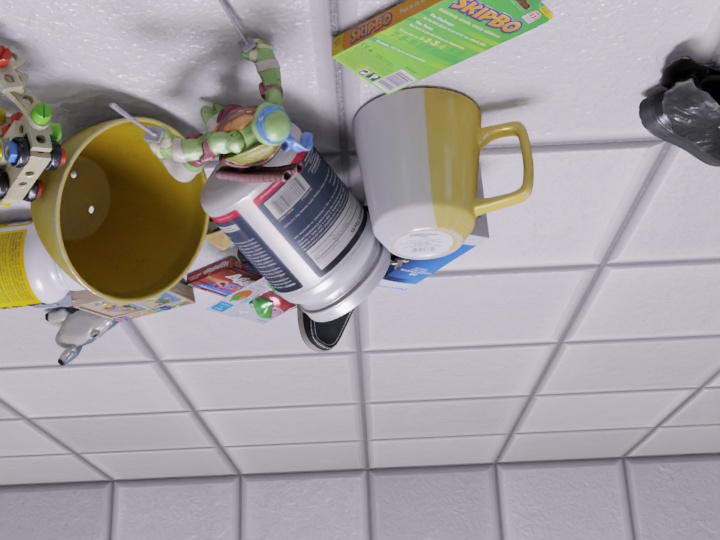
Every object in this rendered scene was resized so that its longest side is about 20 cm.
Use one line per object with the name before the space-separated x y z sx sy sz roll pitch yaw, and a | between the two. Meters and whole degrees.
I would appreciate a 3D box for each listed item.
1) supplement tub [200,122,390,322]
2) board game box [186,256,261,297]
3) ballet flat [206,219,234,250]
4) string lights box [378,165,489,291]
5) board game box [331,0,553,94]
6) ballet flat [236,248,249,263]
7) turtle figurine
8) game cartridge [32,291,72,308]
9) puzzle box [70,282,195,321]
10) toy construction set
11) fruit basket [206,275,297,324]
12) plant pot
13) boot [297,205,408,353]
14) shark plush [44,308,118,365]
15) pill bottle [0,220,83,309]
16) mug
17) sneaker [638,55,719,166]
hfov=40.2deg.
supplement tub | -0.072 -0.054 1.118 0.140 0.141 0.200 -20 121 37
board game box | -0.167 0.027 1.562 0.102 0.020 0.199 -21 151 36
ballet flat | -0.158 -0.078 1.248 0.063 0.069 0.200 23 148 -21
string lights box | 0.082 -0.055 1.274 0.058 0.104 0.200 7 156 -29
board game box | 0.077 -0.231 0.944 0.199 0.030 0.095 -16 155 35
ballet flat | -0.122 -0.060 1.332 0.066 0.057 0.200 -40 -177 -35
turtle figurine | -0.150 -0.166 0.967 0.198 0.145 0.193 19 167 -23
game cartridge | -0.439 0.011 1.473 0.198 0.042 0.133 -11 161 20
puzzle box | -0.339 0.041 1.487 0.132 0.026 0.200 -13 170 4
toy construction set | -0.358 -0.143 0.998 0.091 0.132 0.200 -7 157 -27
fruit basket | -0.095 0.030 1.417 0.199 0.094 0.185 -33 161 12
plant pot | -0.291 -0.074 1.111 0.141 0.202 0.199 11 171 41
boot | -0.001 -0.001 1.239 0.073 0.205 0.153 28 156 -29
shark plush | -0.440 0.077 1.647 0.199 0.091 0.083 -35 168 18
pill bottle | -0.459 -0.007 1.320 0.198 0.114 0.113 -6 158 9
mug | 0.079 -0.104 1.088 0.149 0.155 0.186 18 150 -40
sneaker | 0.387 -0.173 1.077 0.198 0.061 0.104 14 157 -28
